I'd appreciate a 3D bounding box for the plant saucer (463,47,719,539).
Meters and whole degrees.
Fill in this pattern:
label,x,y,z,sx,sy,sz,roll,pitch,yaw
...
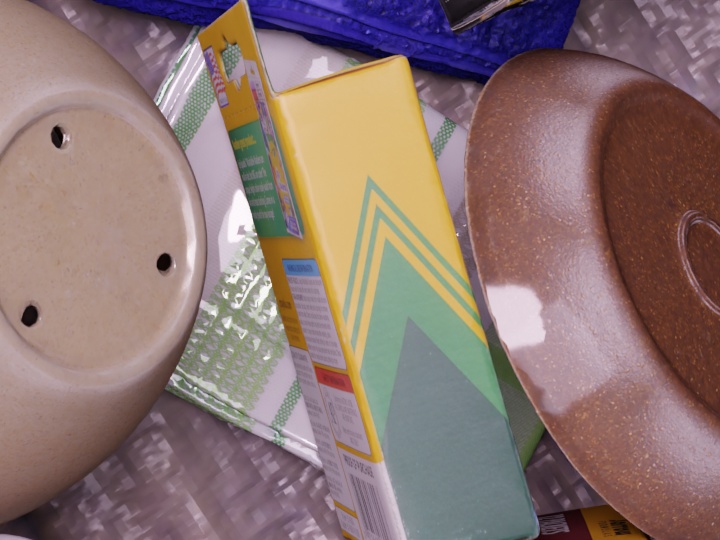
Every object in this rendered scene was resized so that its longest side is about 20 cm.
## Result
label,x,y,z,sx,sy,sz,roll,pitch,yaw
plant saucer,0.116,0.003,0.828,0.037,0.200,0.201,-27,95,35

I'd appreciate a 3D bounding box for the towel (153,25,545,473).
label,x,y,z,sx,sy,sz,roll,pitch,yaw
towel,-0.004,0.002,0.881,0.199,0.031,0.150,30,87,-7

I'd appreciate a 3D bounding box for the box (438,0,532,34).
label,x,y,z,sx,sy,sz,roll,pitch,yaw
box,0.065,-0.204,0.787,0.159,0.049,0.201,-24,92,-25

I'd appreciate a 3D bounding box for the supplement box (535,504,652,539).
label,x,y,z,sx,sy,sz,roll,pitch,yaw
supplement box,0.023,0.203,0.819,0.196,0.133,0.202,-8,91,3

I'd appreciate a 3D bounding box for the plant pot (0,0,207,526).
label,x,y,z,sx,sy,sz,roll,pitch,yaw
plant pot,-0.126,-0.007,0.736,0.199,0.134,0.202,5,83,-44

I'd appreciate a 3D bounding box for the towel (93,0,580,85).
label,x,y,z,sx,sy,sz,roll,pitch,yaw
towel,0.003,-0.144,0.828,0.199,0.050,0.148,10,118,-21

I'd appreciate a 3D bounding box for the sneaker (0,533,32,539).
label,x,y,z,sx,sy,sz,roll,pitch,yaw
sneaker,-0.060,0.143,0.699,0.199,0.112,0.078,15,92,3

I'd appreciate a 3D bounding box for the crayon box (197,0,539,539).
label,x,y,z,sx,sy,sz,roll,pitch,yaw
crayon box,0.000,0.000,0.808,0.051,0.126,0.201,-17,94,-10
